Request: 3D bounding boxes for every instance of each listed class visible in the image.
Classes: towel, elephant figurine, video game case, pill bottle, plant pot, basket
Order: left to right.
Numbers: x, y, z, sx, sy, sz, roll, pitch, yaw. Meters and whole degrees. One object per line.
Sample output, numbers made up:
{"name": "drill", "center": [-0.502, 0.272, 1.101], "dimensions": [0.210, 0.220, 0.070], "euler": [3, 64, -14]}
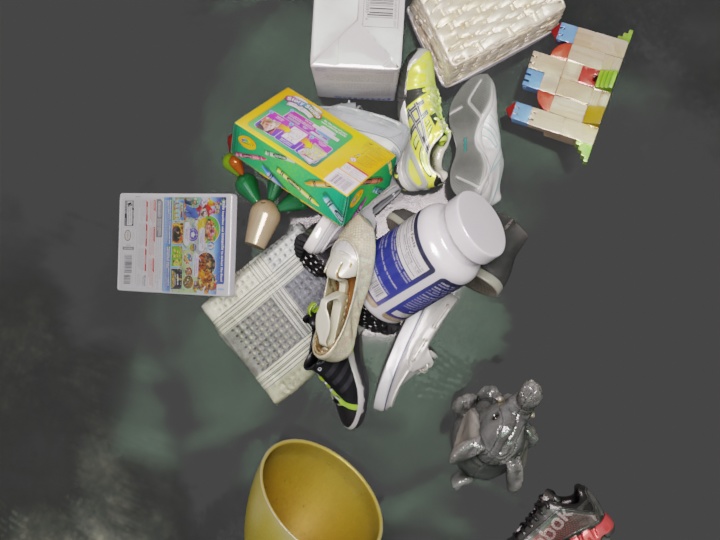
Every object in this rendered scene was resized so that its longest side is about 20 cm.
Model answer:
{"name": "video game case", "center": [-0.270, -0.039, 1.301], "dimensions": [0.196, 0.018, 0.147], "euler": [2, 91, 23]}
{"name": "towel", "center": [-0.111, 0.065, 1.328], "dimensions": [0.199, 0.035, 0.194], "euler": [-38, 91, -1]}
{"name": "plant pot", "center": [-0.086, 0.364, 1.258], "dimensions": [0.199, 0.200, 0.143], "euler": [36, 116, 2]}
{"name": "pill bottle", "center": [0.091, -0.018, 1.198], "dimensions": [0.199, 0.115, 0.117], "euler": [-32, 88, 38]}
{"name": "basket", "center": [0.179, -0.372, 1.270], "dimensions": [0.197, 0.123, 0.138], "euler": [-27, 90, 1]}
{"name": "elephant figurine", "center": [0.184, 0.231, 1.227], "dimensions": [0.138, 0.200, 0.159], "euler": [-14, 89, 2]}

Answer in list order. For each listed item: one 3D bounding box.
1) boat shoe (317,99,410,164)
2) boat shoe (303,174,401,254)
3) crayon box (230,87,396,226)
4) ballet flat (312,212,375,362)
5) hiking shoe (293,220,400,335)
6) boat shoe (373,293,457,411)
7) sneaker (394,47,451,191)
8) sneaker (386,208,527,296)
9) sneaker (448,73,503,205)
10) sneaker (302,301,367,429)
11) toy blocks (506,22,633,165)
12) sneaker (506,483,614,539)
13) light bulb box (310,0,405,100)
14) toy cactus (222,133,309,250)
{"name": "boat shoe", "center": [-0.015, -0.205, 1.290], "dimensions": [0.198, 0.071, 0.072], "euler": [22, 62, 29]}
{"name": "boat shoe", "center": [-0.007, -0.078, 1.264], "dimensions": [0.068, 0.200, 0.072], "euler": [39, 135, 2]}
{"name": "crayon box", "center": [-0.064, -0.158, 1.213], "dimensions": [0.198, 0.059, 0.119], "euler": [34, 49, 17]}
{"name": "ballet flat", "center": [-0.024, 0.025, 1.185], "dimensions": [0.067, 0.062, 0.205], "euler": [13, 97, 39]}
{"name": "hiking shoe", "center": [0.000, 0.000, 1.291], "dimensions": [0.200, 0.076, 0.101], "euler": [47, 63, -4]}
{"name": "boat shoe", "center": [0.081, 0.118, 1.300], "dimensions": [0.065, 0.072, 0.203], "euler": [24, 82, 6]}
{"name": "sneaker", "center": [0.097, -0.217, 1.287], "dimensions": [0.075, 0.075, 0.205], "euler": [6, 101, 33]}
{"name": "sneaker", "center": [0.140, -0.054, 1.305], "dimensions": [0.198, 0.075, 0.107], "euler": [31, 72, 9]}
{"name": "sneaker", "center": [0.173, -0.187, 1.301], "dimensions": [0.069, 0.080, 0.205], "euler": [-8, 69, 38]}
{"name": "sneaker", "center": [-0.045, 0.136, 1.275], "dimensions": [0.081, 0.071, 0.204], "euler": [-15, 107, -24]}
{"name": "toy blocks", "center": [0.296, -0.270, 1.289], "dimensions": [0.134, 0.100, 0.204], "euler": [20, 91, 13]}
{"name": "sneaker", "center": [0.263, 0.374, 1.288], "dimensions": [0.197, 0.071, 0.100], "euler": [-25, 89, 0]}
{"name": "light bulb box", "center": [-0.001, -0.355, 1.238], "dimensions": [0.122, 0.200, 0.203], "euler": [4, 90, 0]}
{"name": "toy cactus", "center": [-0.126, -0.112, 1.289], "dimensions": [0.196, 0.102, 0.168], "euler": [18, 81, 12]}
